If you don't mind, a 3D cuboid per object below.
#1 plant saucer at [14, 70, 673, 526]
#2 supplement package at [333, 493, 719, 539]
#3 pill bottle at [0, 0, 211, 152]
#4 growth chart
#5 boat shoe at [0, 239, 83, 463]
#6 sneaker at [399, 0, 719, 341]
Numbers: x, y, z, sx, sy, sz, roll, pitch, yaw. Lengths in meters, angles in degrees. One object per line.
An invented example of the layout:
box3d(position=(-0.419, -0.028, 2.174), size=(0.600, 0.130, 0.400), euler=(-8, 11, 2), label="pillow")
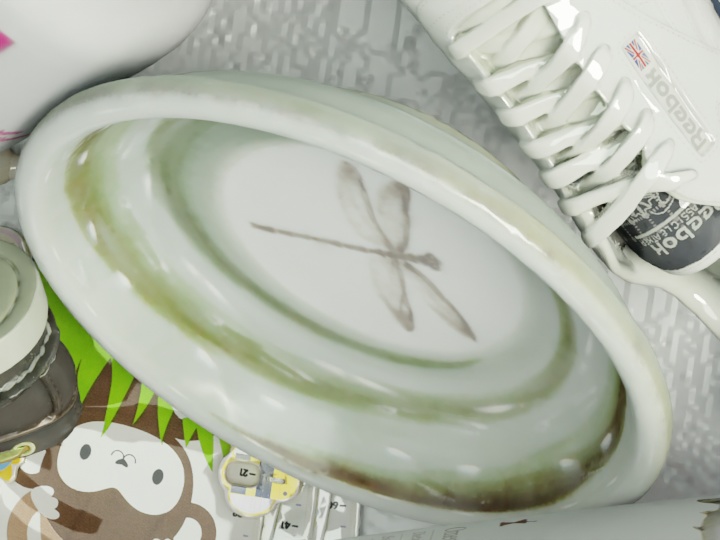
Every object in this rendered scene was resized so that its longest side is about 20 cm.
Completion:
box3d(position=(0.000, 0.000, 0.749), size=(0.199, 0.200, 0.050), euler=(26, 61, 1), label="plant saucer")
box3d(position=(0.089, 0.125, 0.691), size=(0.199, 0.117, 0.118), euler=(-7, 95, 5), label="supplement package")
box3d(position=(-0.110, -0.093, 0.738), size=(0.199, 0.113, 0.114), euler=(-26, 95, 38), label="pill bottle")
box3d(position=(-0.060, 0.058, 0.841), size=(0.144, 0.018, 0.201), euler=(-1, 95, 5), label="growth chart")
box3d(position=(-0.185, 0.035, 0.820), size=(0.200, 0.072, 0.061), euler=(-2, 136, 18), label="boat shoe")
box3d(position=(0.066, -0.053, 0.710), size=(0.076, 0.081, 0.200), euler=(-28, 127, 37), label="sneaker")
